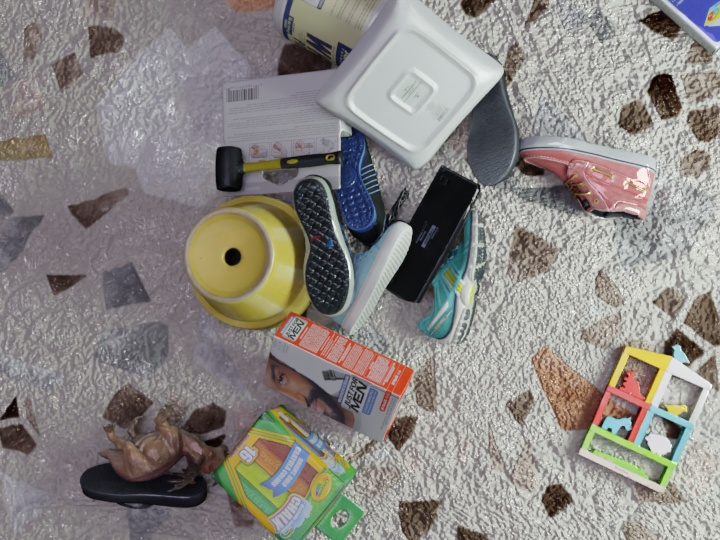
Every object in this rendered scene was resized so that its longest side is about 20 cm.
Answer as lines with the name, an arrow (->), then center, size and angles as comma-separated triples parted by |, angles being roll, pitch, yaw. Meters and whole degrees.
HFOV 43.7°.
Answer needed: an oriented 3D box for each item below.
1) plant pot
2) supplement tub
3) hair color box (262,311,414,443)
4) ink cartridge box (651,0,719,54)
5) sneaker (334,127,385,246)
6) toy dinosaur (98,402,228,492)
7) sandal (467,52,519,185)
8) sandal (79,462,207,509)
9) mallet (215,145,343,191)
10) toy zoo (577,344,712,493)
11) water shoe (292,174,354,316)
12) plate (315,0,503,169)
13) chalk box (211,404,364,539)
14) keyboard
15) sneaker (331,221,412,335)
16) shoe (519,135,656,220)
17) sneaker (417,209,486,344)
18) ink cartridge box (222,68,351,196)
plant pot -> -0.163, -0.014, 1.287 | 0.199, 0.189, 0.202 | 0, 87, 7
supplement tub -> -0.011, -0.369, 1.308 | 0.199, 0.145, 0.146 | 30, 91, 9
hair color box -> -0.034, 0.154, 1.295 | 0.199, 0.064, 0.111 | 25, 132, 10
ink cartridge box -> 0.507, -0.451, 1.292 | 0.198, 0.047, 0.200 | -45, 80, 5
sneaker -> -0.008, -0.129, 1.337 | 0.070, 0.078, 0.201 | -14, 63, 10
toy dinosaur -> -0.305, 0.278, 1.338 | 0.199, 0.086, 0.136 | -19, 83, 6
sandal -> 0.195, -0.220, 1.311 | 0.076, 0.043, 0.202 | -9, 74, 28
sandal -> -0.331, 0.336, 1.351 | 0.199, 0.076, 0.043 | 7, 114, 9
mallet -> -0.122, -0.164, 1.304 | 0.199, 0.041, 0.066 | -11, 81, 17
toy zoo -> 0.409, 0.197, 1.276 | 0.131, 0.020, 0.201 | 24, 90, 9
water shoe -> -0.044, -0.037, 1.268 | 0.071, 0.079, 0.201 | -5, 101, 14
plate -> 0.071, -0.254, 1.254 | 0.199, 0.032, 0.200 | 31, 115, -24
chalk box -> -0.089, 0.307, 1.288 | 0.200, 0.124, 0.125 | 39, 93, 9
keyboard -> 0.084, -0.060, 1.319 | 0.127, 0.021, 0.201 | 32, 96, 28
sneaker -> 0.000, 0.000, 1.291 | 0.082, 0.074, 0.201 | 37, 119, 13
shoe -> 0.318, -0.130, 1.283 | 0.199, 0.071, 0.092 | 11, 83, 4
sneaker -> 0.135, 0.006, 1.303 | 0.079, 0.077, 0.201 | 15, 89, 18
ink cartridge box -> -0.111, -0.201, 1.341 | 0.199, 0.045, 0.178 | -1, 87, 22
